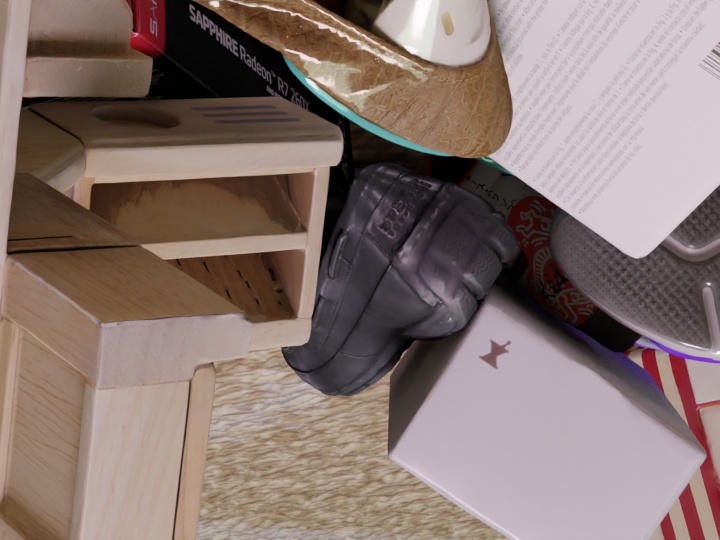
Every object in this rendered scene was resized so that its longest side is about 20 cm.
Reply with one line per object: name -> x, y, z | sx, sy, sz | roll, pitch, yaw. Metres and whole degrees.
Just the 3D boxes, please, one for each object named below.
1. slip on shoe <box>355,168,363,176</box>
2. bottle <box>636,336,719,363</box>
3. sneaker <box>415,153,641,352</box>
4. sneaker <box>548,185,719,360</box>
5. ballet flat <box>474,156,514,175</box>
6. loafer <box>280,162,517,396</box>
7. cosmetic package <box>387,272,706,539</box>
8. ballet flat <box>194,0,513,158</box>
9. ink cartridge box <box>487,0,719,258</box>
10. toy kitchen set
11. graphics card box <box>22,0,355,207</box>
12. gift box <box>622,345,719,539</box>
slip on shoe -> -0.038, -0.009, 0.994 | 0.198, 0.062, 0.074 | 1, 160, -23
bottle -> 0.161, 0.008, 1.015 | 0.083, 0.066, 0.200 | 1, -179, -4
sneaker -> 0.075, -0.030, 0.976 | 0.108, 0.067, 0.201 | 36, -172, -5
sneaker -> 0.166, 0.008, 0.872 | 0.199, 0.071, 0.080 | 11, 172, -5
ballet flat -> 0.107, -0.066, 0.892 | 0.199, 0.068, 0.064 | 11, 128, -45
loafer -> 0.000, 0.000, 0.889 | 0.070, 0.068, 0.201 | 37, 161, -5
cosmetic package -> 0.070, 0.057, 0.918 | 0.101, 0.071, 0.200 | 34, -175, -1
ballet flat -> -0.012, -0.099, 0.677 | 0.199, 0.068, 0.072 | 31, 134, -27
ink cartridge box -> 0.060, -0.097, 0.734 | 0.176, 0.045, 0.200 | 34, 157, 0
toy kitchen set -> -0.048, -0.026, 0.660 | 0.179, 0.164, 0.200 | -4, -159, -34
graphics card box -> -0.093, -0.061, 0.835 | 0.125, 0.051, 0.200 | -13, 160, 19
gift box -> 0.208, 0.098, 1.192 | 0.184, 0.188, 0.200 | -15, 175, 31
